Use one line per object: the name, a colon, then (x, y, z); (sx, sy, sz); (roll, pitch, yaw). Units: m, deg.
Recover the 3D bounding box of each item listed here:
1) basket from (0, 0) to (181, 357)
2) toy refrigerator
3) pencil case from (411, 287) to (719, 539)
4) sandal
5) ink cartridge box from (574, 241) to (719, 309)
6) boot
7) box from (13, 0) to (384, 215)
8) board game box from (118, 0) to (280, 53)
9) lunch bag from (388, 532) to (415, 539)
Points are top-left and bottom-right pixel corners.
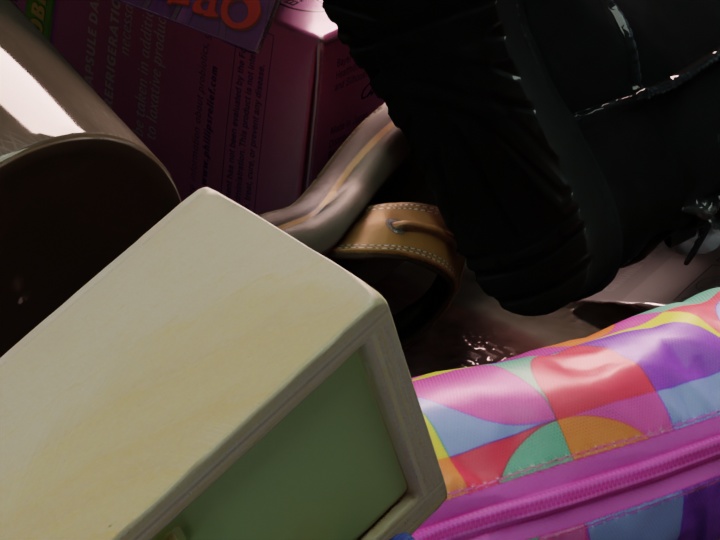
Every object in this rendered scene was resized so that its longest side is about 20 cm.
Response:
basket: (-0.156, -0.036, 0.808); (0.180, 0.136, 0.200); (-30, 48, -31)
toy refrigerator: (-0.074, 0.080, 0.584); (0.200, 0.076, 0.070); (-41, 50, -22)
pencil case: (0.043, 0.061, 0.722); (0.200, 0.089, 0.088); (-16, 36, -36)
sandal: (0.000, 0.000, 0.834); (0.055, 0.082, 0.200); (34, 34, 13)
ink cartridge box: (0.198, 0.007, 0.919); (0.199, 0.050, 0.161); (2, 23, 32)
boot: (0.072, -0.088, 0.865); (0.073, 0.199, 0.162); (-23, 3, 42)
box: (-0.041, -0.097, 0.978); (0.200, 0.097, 0.176); (25, 33, 30)
board game box: (-0.112, -0.137, 0.854); (0.199, 0.032, 0.120); (21, 23, -2)
lunch bag: (0.023, 0.170, 0.537); (0.200, 0.094, 0.150); (37, 37, 23)
